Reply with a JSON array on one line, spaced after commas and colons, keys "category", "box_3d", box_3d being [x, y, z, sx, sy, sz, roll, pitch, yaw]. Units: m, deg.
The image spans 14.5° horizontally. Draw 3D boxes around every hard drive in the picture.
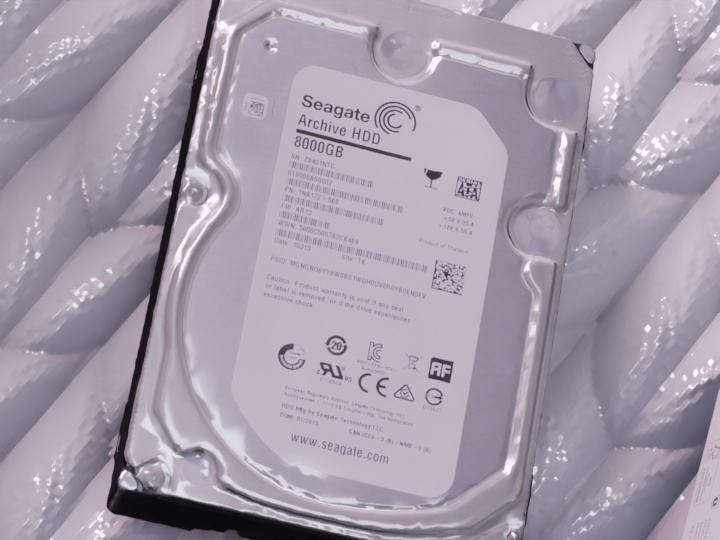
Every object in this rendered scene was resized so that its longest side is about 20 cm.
[{"category": "hard drive", "box_3d": [0.000, 0.000, 0.970, 0.140, 0.038, 0.200, 14, 68, -8]}]

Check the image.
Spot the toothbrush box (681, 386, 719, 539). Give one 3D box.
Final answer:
[{"category": "toothbrush box", "box_3d": [0.213, 0.108, 0.947, 0.200, 0.085, 0.147, 27, 64, -17]}]
